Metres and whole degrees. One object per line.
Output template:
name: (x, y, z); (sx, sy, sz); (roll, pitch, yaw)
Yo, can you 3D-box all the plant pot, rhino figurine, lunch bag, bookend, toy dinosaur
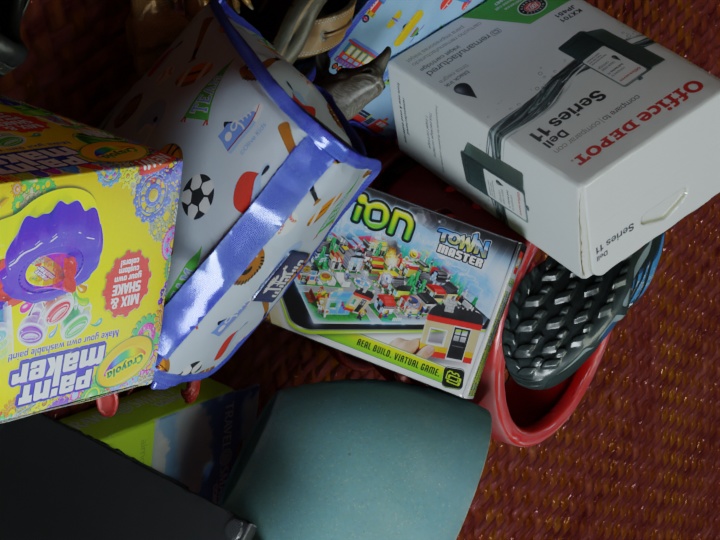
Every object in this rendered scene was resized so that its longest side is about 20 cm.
plant pot: (-0.018, 0.152, 1.237); (0.201, 0.134, 0.200); (-61, -174, 11)
plant pot: (0.075, 0.007, 1.368); (0.200, 0.181, 0.202); (-40, 140, -45)
rhino figurine: (-0.052, -0.077, 1.205); (0.200, 0.087, 0.060); (-46, 112, -5)
lunch bag: (-0.082, -0.038, 1.039); (0.123, 0.200, 0.170); (37, 98, -22)
lunch bag: (0.025, -0.181, 1.302); (0.201, 0.094, 0.150); (-62, 151, 4)
bookend: (-0.108, 0.176, 1.094); (0.199, 0.199, 0.093); (38, 77, -54)
toy dinosaur: (-0.121, -0.151, 1.110); (0.106, 0.060, 0.202); (-40, 137, -36)

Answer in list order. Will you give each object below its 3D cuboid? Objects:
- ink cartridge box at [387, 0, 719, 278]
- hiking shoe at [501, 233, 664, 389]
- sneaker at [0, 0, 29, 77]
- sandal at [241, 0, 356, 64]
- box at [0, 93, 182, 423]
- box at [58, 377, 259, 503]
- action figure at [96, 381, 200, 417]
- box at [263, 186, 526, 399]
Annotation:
ink cartridge box: (0.136, -0.102, 1.263); (0.146, 0.200, 0.084); (-33, 137, -23)
hiking shoe: (0.163, 0.015, 1.267); (0.201, 0.074, 0.087); (-53, 145, -30)
sneaker: (-0.188, -0.183, 0.937); (0.071, 0.082, 0.202); (22, 62, -54)
sandal: (-0.038, -0.158, 1.203); (0.054, 0.081, 0.201); (38, 77, -34)
box: (-0.226, -0.012, 0.902); (0.199, 0.191, 0.123); (-13, 118, -54)
box: (-0.152, 0.145, 1.235); (0.199, 0.047, 0.123); (-18, 121, -50)
action figure: (-0.138, 0.058, 1.160); (0.200, 0.064, 0.100); (-53, 146, -62)
box: (0.000, 0.000, 1.247); (0.035, 0.198, 0.111); (19, 91, -77)
